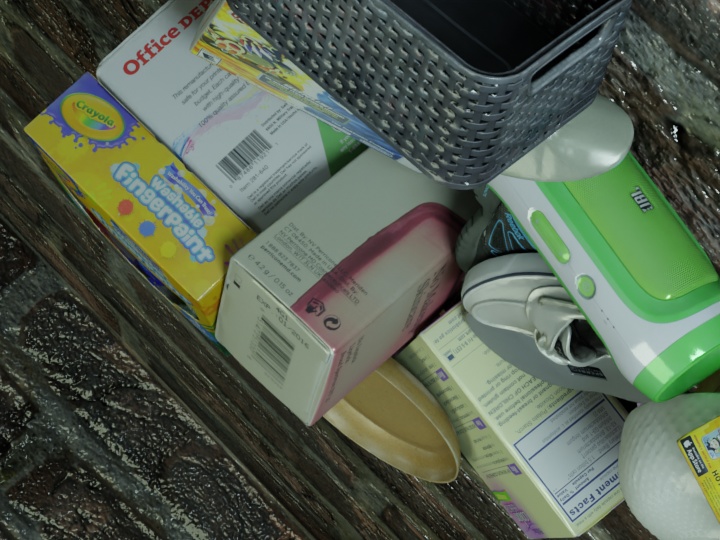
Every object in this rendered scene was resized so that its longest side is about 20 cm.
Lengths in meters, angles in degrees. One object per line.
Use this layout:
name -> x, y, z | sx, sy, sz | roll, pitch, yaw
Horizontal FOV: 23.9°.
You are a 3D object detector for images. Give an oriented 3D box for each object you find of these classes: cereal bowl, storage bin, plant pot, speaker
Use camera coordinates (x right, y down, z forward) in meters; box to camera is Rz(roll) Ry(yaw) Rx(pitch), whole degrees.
cereal bowl -> 0.258, 0.153, 1.082 | 0.200, 0.083, 0.200 | 13, 159, 5
storage bin -> 0.036, -0.158, 0.938 | 0.200, 0.135, 0.094 | 42, 148, 18
plant pot -> 0.008, 0.107, 1.446 | 0.200, 0.027, 0.200 | 34, 159, 15
speaker -> 0.151, -0.021, 1.037 | 0.200, 0.088, 0.088 | 56, 167, 18

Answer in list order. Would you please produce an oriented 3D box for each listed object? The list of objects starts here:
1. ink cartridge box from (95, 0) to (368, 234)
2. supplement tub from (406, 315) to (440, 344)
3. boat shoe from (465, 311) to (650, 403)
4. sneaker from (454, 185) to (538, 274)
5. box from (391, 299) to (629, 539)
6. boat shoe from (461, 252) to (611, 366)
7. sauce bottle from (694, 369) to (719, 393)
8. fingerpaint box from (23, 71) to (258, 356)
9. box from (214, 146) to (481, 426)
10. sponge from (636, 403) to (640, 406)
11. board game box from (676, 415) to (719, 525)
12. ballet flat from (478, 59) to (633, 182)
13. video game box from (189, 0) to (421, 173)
ink cartridge box -> -0.089, -0.126, 1.352 | 0.200, 0.145, 0.084 | 44, 168, 12
supplement tub -> -0.005, 0.013, 1.498 | 0.132, 0.132, 0.200 | 37, 161, 31
boat shoe -> 0.163, 0.041, 1.234 | 0.200, 0.070, 0.071 | 11, 145, 51
sneaker -> 0.118, -0.027, 1.190 | 0.082, 0.073, 0.200 | 38, 164, 14
box -> 0.131, 0.112, 1.390 | 0.200, 0.097, 0.176 | 53, 169, 4
boat shoe -> 0.148, 0.034, 1.151 | 0.200, 0.066, 0.072 | 3, 151, 36
sauce bottle -> 0.256, 0.067, 1.072 | 0.066, 0.066, 0.200 | 43, 164, 15
fingerpaint box -> -0.160, -0.040, 1.346 | 0.200, 0.073, 0.167 | 43, 170, 14
box -> 0.000, 0.000, 1.291 | 0.109, 0.200, 0.128 | 42, 151, 15
sponge -> 0.276, 0.171, 1.329 | 0.112, 0.030, 0.200 | 37, 161, 36
board game box -> 0.312, 0.136, 0.936 | 0.062, 0.200, 0.200 | 22, -140, -64
ballet flat -> 0.064, -0.101, 1.005 | 0.200, 0.067, 0.064 | 19, 165, 33
video game box -> -0.009, -0.141, 1.168 | 0.200, 0.047, 0.182 | 27, 166, -10
